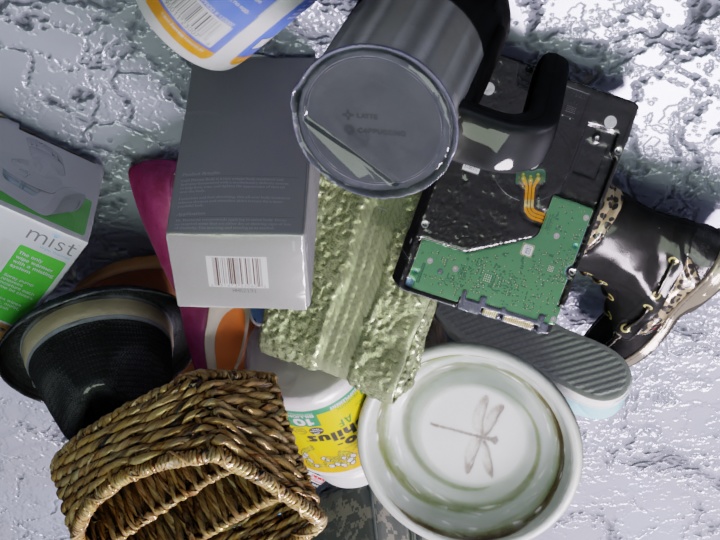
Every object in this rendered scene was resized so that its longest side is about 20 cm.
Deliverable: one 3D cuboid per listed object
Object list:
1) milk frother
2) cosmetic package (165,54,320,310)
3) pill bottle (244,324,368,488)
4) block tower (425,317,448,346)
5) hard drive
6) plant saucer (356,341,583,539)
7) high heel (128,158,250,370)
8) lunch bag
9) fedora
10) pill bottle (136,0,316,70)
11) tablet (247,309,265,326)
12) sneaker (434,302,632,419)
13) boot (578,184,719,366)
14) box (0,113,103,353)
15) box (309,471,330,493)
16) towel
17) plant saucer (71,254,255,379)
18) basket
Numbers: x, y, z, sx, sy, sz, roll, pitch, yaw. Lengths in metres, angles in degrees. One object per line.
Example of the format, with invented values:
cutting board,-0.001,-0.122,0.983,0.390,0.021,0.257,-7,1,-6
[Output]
milk frother,0.059,-0.180,1.144,0.179,0.188,0.201,4,123,15
cosmetic package,-0.085,-0.071,1.269,0.106,0.201,0.090,1,135,4
pill bottle,-0.028,0.120,1.512,0.112,0.113,0.200,-7,146,10
block tower,0.035,0.042,1.486,0.054,0.058,0.200,-12,136,15
hard drive,0.122,-0.062,1.314,0.139,0.038,0.201,16,100,-12
plant saucer,0.098,0.148,1.448,0.199,0.050,0.201,5,112,12
high heel,-0.151,0.005,1.400,0.095,0.067,0.201,10,117,30
lunch bag,0.002,0.317,1.728,0.200,0.140,0.167,-30,144,30
fedora,-0.219,0.097,1.434,0.199,0.092,0.201,-15,151,-8
pill bottle,-0.060,-0.238,1.155,0.112,0.112,0.200,35,127,-30
tablet,-0.015,-0.033,1.392,0.199,0.014,0.131,-12,99,16
sneaker,0.144,0.077,1.468,0.200,0.074,0.082,33,155,17
boot,0.212,0.003,1.428,0.150,0.073,0.200,26,140,-17
box,-0.343,-0.047,1.379,0.199,0.097,0.176,26,134,-22
box,-0.128,0.213,1.585,0.159,0.046,0.200,-40,152,6
towel,0.000,0.000,1.371,0.148,0.036,0.201,21,106,8
plant saucer,-0.175,0.052,1.519,0.199,0.038,0.201,2,137,2
basket,-0.152,0.188,1.374,0.200,0.150,0.142,-32,158,30
